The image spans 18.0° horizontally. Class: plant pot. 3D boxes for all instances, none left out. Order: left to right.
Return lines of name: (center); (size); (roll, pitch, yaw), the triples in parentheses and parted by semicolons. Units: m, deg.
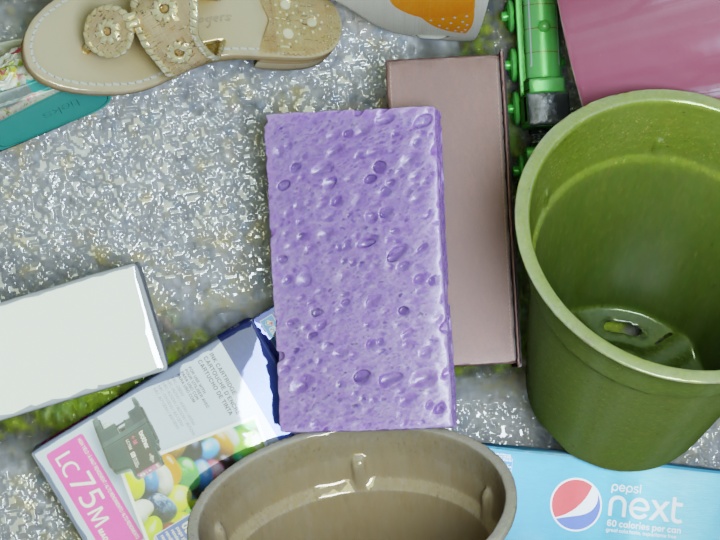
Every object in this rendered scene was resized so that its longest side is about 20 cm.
plant pot: (0.007, 0.222, 1.391); (0.199, 0.201, 0.185); (-11, 116, -5)
plant pot: (0.176, 0.026, 1.384); (0.198, 0.190, 0.201); (3, 58, -5)
plant pot: (0.221, -0.158, 1.425); (0.178, 0.200, 0.202); (-13, 90, 11)

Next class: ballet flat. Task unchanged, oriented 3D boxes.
ballet flat: (-0.251, -0.104, 1.447); (0.199, 0.076, 0.064); (-20, 60, -9)

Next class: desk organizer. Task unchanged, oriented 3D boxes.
desk organizer: (0.059, -0.036, 1.461); (0.076, 0.072, 0.202); (-3, 88, 1)

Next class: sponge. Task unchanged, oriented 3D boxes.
sponge: (0.000, 0.000, 1.418); (0.111, 0.030, 0.202); (-3, 87, 13)

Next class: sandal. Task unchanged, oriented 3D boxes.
sandal: (-0.104, -0.161, 1.418); (0.210, 0.070, 0.078); (-5, 72, -23)

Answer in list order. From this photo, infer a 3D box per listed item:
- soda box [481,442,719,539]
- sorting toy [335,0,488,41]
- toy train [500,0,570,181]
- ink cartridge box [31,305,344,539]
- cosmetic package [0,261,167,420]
soda box: (0.167, 0.153, 1.469); (0.198, 0.068, 0.065); (7, 87, -5)
sorting toy: (-0.004, -0.254, 1.438); (0.178, 0.107, 0.202); (2, 89, -6)
toy train: (0.117, -0.117, 1.474); (0.041, 0.056, 0.202); (-4, 90, -5)
ink cartridge box: (-0.097, 0.115, 1.463); (0.199, 0.042, 0.120); (-31, 92, -6)
cosmetic package: (-0.224, 0.056, 1.422); (0.199, 0.101, 0.072); (-17, 91, -4)
